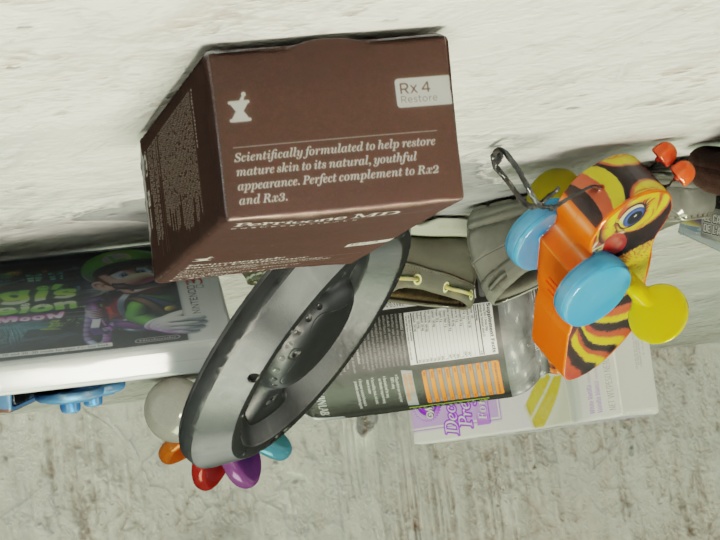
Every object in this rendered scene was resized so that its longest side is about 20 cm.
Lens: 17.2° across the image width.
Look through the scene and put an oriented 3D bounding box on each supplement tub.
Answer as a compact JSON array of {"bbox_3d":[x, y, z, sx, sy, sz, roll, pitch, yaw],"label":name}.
[{"bbox_3d":[0.050,0.037,1.701,0.200,0.123,0.123,-7,175,4],"label":"supplement tub"}]

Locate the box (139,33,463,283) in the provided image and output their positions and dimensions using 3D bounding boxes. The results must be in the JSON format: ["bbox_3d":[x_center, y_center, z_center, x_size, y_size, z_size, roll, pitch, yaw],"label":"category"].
[{"bbox_3d":[-0.030,-0.044,1.018,0.100,0.075,0.200,-6,173,-13],"label":"box"}]

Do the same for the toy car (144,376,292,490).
[{"bbox_3d":[-0.169,0.203,3.007,0.200,0.150,0.175,-9,174,21],"label":"toy car"}]

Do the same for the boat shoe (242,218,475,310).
[{"bbox_3d":[0.002,0.000,1.570,0.202,0.060,0.072,-2,173,-43],"label":"boat shoe"}]

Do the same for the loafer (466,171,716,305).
[{"bbox_3d":[0.147,-0.020,1.503,0.070,0.070,0.200,-3,173,-38],"label":"loafer"}]

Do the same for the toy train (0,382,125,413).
[{"bbox_3d":[-0.216,0.050,1.598,0.114,0.087,0.200,-4,-175,10],"label":"toy train"}]

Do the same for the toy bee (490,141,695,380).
[{"bbox_3d":[0.145,-0.017,1.353,0.109,0.131,0.200,-31,167,-10],"label":"toy bee"}]

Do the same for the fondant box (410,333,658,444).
[{"bbox_3d":[0.126,0.053,1.854,0.200,0.145,0.058,-12,173,39],"label":"fondant box"}]

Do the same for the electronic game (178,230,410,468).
[{"bbox_3d":[-0.036,0.031,1.372,0.042,0.200,0.200,37,-174,14],"label":"electronic game"}]

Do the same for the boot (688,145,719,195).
[{"bbox_3d":[0.298,-0.047,1.334,0.200,0.072,0.166,6,-173,-11],"label":"boot"}]

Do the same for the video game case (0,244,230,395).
[{"bbox_3d":[-0.182,0.028,1.449,0.200,0.023,0.182,-7,-160,-6],"label":"video game case"}]

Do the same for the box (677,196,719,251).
[{"bbox_3d":[0.330,-0.025,1.574,0.200,0.040,0.137,-3,-160,-37],"label":"box"}]
